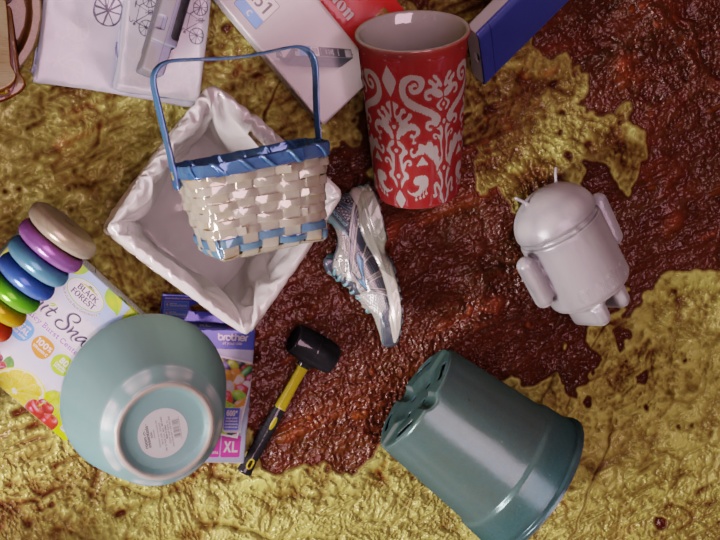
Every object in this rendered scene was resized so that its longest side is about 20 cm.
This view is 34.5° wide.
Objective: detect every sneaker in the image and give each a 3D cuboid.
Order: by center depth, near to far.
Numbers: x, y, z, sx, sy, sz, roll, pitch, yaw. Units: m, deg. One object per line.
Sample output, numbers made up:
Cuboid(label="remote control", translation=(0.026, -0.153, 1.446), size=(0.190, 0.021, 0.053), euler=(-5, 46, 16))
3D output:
Cuboid(label="sneaker", translation=(0.000, 0.000, 1.438), size=(0.085, 0.078, 0.204), euler=(-15, 95, 0))

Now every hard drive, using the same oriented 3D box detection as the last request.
Cuboid(label="hard drive", translation=(0.210, -0.329, 1.412), size=(0.200, 0.132, 0.025), euler=(-45, 72, -5))

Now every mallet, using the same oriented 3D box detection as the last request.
Cuboid(label="mallet", translation=(-0.089, 0.170, 1.453), size=(0.065, 0.041, 0.203), euler=(21, 97, -19))

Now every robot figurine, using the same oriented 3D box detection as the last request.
Cuboid(label="robot figurine", translation=(0.268, -0.027, 1.477), size=(0.169, 0.112, 0.202), euler=(-40, 108, -27))

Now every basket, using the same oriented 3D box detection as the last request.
Cuboid(label="basket", translation=(-0.117, -0.119, 1.174), size=(0.173, 0.139, 0.204), euler=(-9, 104, -21))
Cuboid(label="basket", translation=(-0.163, -0.069, 1.319), size=(0.197, 0.161, 0.201), euler=(38, 81, -17))

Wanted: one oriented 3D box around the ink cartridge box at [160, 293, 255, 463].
Cuboid(label="ink cartridge box", translation=(-0.192, 0.132, 1.415), size=(0.117, 0.042, 0.204), euler=(4, 96, -16))

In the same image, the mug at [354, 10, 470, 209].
Cuboid(label="mug", translation=(0.081, -0.194, 1.378), size=(0.176, 0.133, 0.203), euler=(-25, 126, -31))

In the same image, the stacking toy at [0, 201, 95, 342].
Cuboid(label="stacking toy", translation=(-0.377, 0.028, 1.263), size=(0.085, 0.085, 0.201), euler=(37, 93, -17))

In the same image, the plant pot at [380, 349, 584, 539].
Cuboid(label="plant pot", translation=(0.142, 0.214, 1.447), size=(0.195, 0.200, 0.202), euler=(36, 88, -10))

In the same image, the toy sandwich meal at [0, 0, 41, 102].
Cuboid(label="toy sandwich meal", translation=(-0.442, -0.281, 1.265), size=(0.201, 0.070, 0.209), euler=(-2, 99, -15))

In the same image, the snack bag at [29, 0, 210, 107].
Cuboid(label="snack bag", translation=(-0.272, -0.297, 1.336), size=(0.196, 0.021, 0.192), euler=(7, 97, -16))

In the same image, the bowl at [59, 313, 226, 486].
Cuboid(label="bowl", translation=(-0.233, 0.161, 1.315), size=(0.197, 0.105, 0.205), euler=(-8, 109, -23))

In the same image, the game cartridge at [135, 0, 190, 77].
Cuboid(label="game cartridge", translation=(-0.202, -0.312, 1.275), size=(0.038, 0.129, 0.204), euler=(16, 93, -20))

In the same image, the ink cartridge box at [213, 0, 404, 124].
Cuboid(label="ink cartridge box", translation=(-0.049, -0.309, 1.384), size=(0.176, 0.045, 0.200), euler=(-44, 107, -4))

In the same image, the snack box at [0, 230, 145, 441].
Cuboid(label="snack box", translation=(-0.360, 0.065, 1.343), size=(0.169, 0.068, 0.200), euler=(-47, 108, -4))
